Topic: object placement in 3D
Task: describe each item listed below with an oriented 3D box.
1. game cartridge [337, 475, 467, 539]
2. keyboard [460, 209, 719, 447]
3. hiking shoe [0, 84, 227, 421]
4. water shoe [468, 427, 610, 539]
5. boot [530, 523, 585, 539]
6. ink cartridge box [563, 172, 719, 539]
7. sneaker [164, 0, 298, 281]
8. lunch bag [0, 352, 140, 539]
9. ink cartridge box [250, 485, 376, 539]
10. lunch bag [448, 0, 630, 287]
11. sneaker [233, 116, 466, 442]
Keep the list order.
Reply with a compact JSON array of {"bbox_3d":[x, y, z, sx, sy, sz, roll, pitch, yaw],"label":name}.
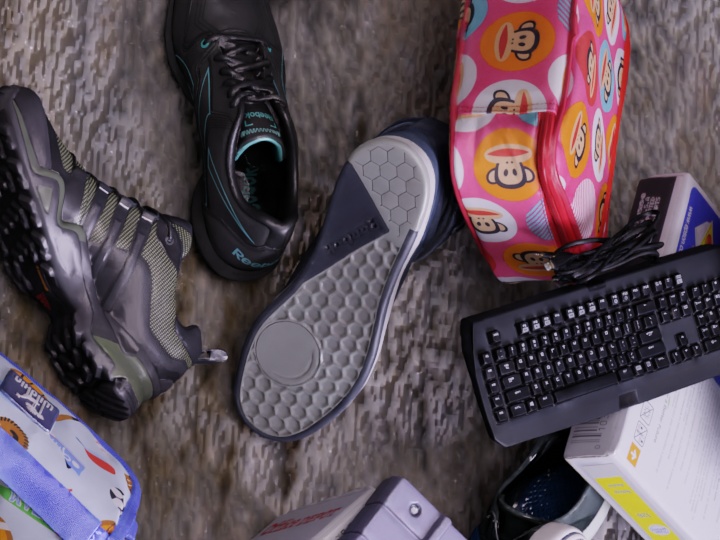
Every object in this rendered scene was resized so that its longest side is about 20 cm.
[{"bbox_3d":[0.050,0.224,1.542,0.200,0.038,0.130,45,62,-14],"label":"game cartridge"},{"bbox_3d":[0.144,0.026,1.635,0.199,0.040,0.105,-17,85,-35],"label":"keyboard"},{"bbox_3d":[-0.152,-0.019,1.650,0.100,0.076,0.201,-28,99,-34],"label":"hiking shoe"},{"bbox_3d":[0.081,0.170,1.686,0.071,0.079,0.200,19,58,23],"label":"water shoe"},{"bbox_3d":[0.142,0.243,1.645,0.073,0.090,0.201,-32,125,-42],"label":"boot"},{"bbox_3d":[0.208,0.077,1.755,0.200,0.047,0.199,48,49,-43],"label":"ink cartridge box"},{"bbox_3d":[-0.065,-0.098,1.693,0.075,0.079,0.201,-5,79,-22],"label":"sneaker"},{"bbox_3d":[-0.214,0.105,1.518,0.170,0.200,0.124,43,66,-8],"label":"lunch bag"},{"bbox_3d":[-0.065,0.218,1.586,0.200,0.145,0.084,-39,96,-25],"label":"ink cartridge box"},{"bbox_3d":[0.111,-0.094,1.723,0.081,0.176,0.201,0,59,17],"label":"lunch bag"},{"bbox_3d":[0.002,0.000,1.702,0.077,0.146,0.203,31,109,4],"label":"sneaker"}]
